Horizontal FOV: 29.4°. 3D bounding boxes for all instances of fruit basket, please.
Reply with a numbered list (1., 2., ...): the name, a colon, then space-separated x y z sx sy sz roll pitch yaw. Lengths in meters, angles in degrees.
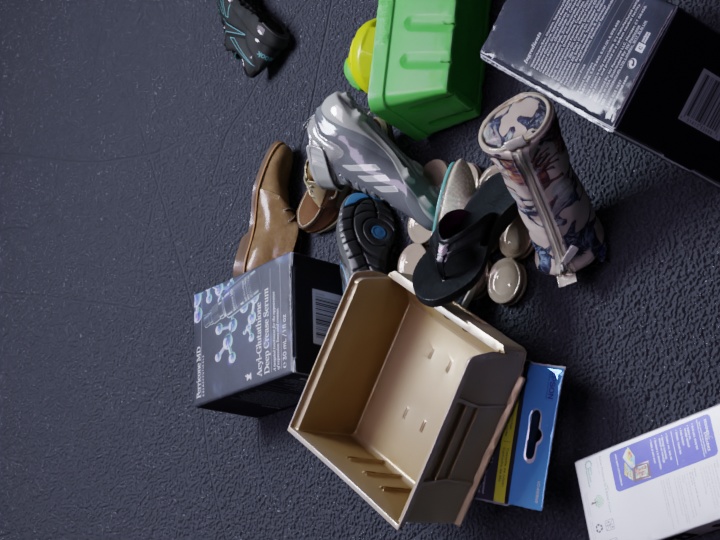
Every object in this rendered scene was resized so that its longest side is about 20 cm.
1. fruit basket: 0.046 -0.260 1.601 0.213 0.155 0.219 -8 74 29

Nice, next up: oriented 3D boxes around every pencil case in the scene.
1. pencil case: 0.179 -0.080 1.340 0.077 0.201 0.090 -21 42 12

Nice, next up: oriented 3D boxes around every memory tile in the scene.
1. memory tile: 0.123 -0.044 1.530 0.199 0.017 0.155 11 86 49

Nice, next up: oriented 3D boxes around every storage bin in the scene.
1. storage bin: 0.048 0.126 1.400 0.200 0.093 0.201 34 106 47

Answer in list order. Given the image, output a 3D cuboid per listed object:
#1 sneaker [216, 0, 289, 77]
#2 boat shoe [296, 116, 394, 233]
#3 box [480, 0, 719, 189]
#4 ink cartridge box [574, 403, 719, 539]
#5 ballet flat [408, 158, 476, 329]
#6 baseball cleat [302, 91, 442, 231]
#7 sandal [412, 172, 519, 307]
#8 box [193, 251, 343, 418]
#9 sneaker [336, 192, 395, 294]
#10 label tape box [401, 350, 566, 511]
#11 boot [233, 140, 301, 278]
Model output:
1. sneaker: -0.171 -0.346 1.918 0.080 0.075 0.201 -57 43 22
2. boat shoe: -0.034 -0.122 1.674 0.200 0.073 0.076 -51 44 43
3. box: 0.255 -0.187 1.281 0.196 0.199 0.125 38 105 47
4. ink cartridge box: 0.288 0.192 1.249 0.199 0.039 0.101 -31 56 41
5. ballet flat: 0.106 -0.018 1.495 0.062 0.067 0.203 15 94 22
6. baseball cleat: 0.013 -0.106 1.566 0.106 0.070 0.201 -43 76 23
7. sandal: 0.108 -0.043 1.416 0.075 0.048 0.201 6 47 37
8. box: -0.107 0.083 1.683 0.199 0.106 0.150 -23 62 44
9. sneaker: 0.000 0.000 1.614 0.082 0.072 0.202 118 156 -52
10. label tape box: 0.138 0.163 1.412 0.199 0.066 0.145 3 81 46
11. boot: -0.104 -0.069 1.776 0.075 0.074 0.203 5 75 20
